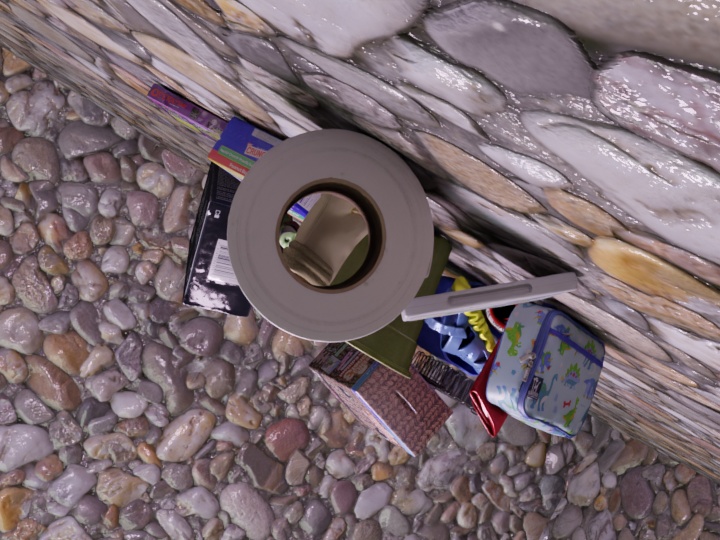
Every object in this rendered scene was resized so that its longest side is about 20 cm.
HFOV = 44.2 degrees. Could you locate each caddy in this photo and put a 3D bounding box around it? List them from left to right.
[{"bbox_3d":[0.179,0.094,1.491,0.104,0.142,0.200,20,171,42],"label":"caddy"}]

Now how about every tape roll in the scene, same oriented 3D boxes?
[{"bbox_3d":[-0.034,-0.033,0.903,0.202,0.204,0.139,31,178,-4],"label":"tape roll"}]

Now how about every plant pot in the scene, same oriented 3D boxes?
[{"bbox_3d":[0.030,0.016,1.232,0.199,0.191,0.200,30,177,2],"label":"plant pot"}]

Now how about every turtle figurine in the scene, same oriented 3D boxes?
[{"bbox_3d":[-0.109,-0.060,1.620,0.201,0.143,0.195,55,-165,-26],"label":"turtle figurine"}]

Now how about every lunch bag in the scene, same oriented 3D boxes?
[{"bbox_3d":[0.264,0.139,1.244,0.082,0.162,0.200,13,167,41],"label":"lunch bag"}]

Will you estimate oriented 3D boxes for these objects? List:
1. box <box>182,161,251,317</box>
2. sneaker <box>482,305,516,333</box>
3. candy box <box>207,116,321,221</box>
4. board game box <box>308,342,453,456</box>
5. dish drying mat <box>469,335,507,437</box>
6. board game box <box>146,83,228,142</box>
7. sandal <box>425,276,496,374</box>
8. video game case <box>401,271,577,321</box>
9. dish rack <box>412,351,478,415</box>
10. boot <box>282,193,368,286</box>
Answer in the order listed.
[{"bbox_3d":[-0.214,-0.066,1.470,0.116,0.198,0.201,13,-149,-15],"label":"box"},{"bbox_3d":[0.276,0.100,1.367,0.200,0.068,0.108,33,180,8],"label":"sneaker"},{"bbox_3d":[-0.092,-0.122,1.265,0.168,0.077,0.200,30,176,33],"label":"candy box"},{"bbox_3d":[0.029,0.195,1.463,0.160,0.097,0.200,49,165,-21],"label":"board game box"},{"bbox_3d":[0.201,0.164,1.291,0.077,0.018,0.200,60,-153,-5],"label":"dish drying mat"},{"bbox_3d":[-0.239,-0.230,1.434,0.199,0.033,0.120,30,-179,13],"label":"board game box"},{"bbox_3d":[0.162,0.103,1.386,0.201,0.086,0.080,62,-175,-28],"label":"sandal"},{"bbox_3d":[0.135,0.032,0.996,0.180,0.022,0.200,-9,176,2],"label":"video game case"},{"bbox_3d":[0.137,0.182,1.513,0.199,0.055,0.153,34,173,-34],"label":"dish rack"},{"bbox_3d":[-0.022,-0.042,1.082,0.072,0.156,0.200,29,177,17],"label":"boot"}]
